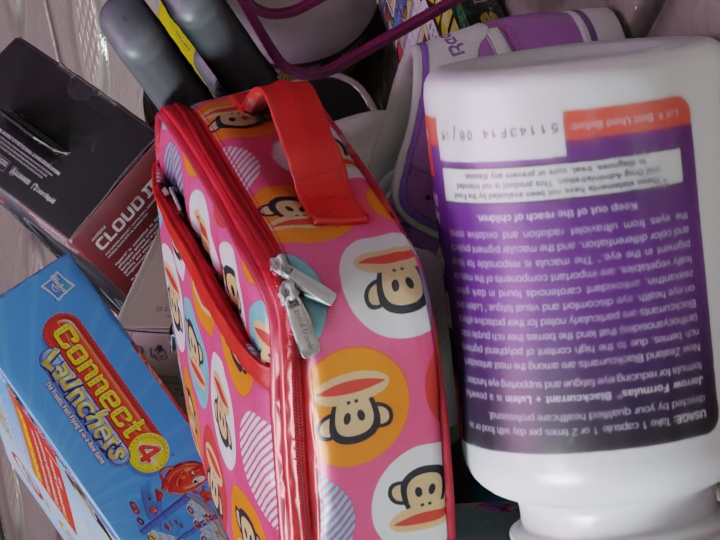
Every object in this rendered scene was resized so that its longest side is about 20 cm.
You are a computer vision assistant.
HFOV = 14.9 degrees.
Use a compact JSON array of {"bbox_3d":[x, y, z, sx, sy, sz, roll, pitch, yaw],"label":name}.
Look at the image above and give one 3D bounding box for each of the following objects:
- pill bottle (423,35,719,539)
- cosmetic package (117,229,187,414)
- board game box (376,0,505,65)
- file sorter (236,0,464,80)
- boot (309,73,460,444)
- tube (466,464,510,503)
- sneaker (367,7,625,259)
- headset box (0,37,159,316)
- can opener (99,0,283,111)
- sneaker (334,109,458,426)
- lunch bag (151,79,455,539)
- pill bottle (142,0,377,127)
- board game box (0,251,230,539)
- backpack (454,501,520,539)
[{"bbox_3d":[0.087,0.021,1.000,0.111,0.111,0.201,-161,64,-73],"label":"pill bottle"},{"bbox_3d":[-0.068,0.086,1.397,0.104,0.073,0.201,-69,-21,-56],"label":"cosmetic package"},{"bbox_3d":[0.044,-0.097,1.268,0.105,0.023,0.201,106,151,-53],"label":"board game box"},{"bbox_3d":[-0.025,-0.200,1.201,0.126,0.138,0.200,60,-178,-44],"label":"file sorter"},{"bbox_3d":[0.007,0.016,1.398,0.144,0.072,0.201,90,163,-67],"label":"boot"},{"bbox_3d":[0.067,0.078,1.238,0.078,0.050,0.201,-77,-8,-46],"label":"tube"},{"bbox_3d":[0.056,0.002,1.102,0.073,0.114,0.202,-177,78,-73],"label":"sneaker"},{"bbox_3d":[-0.126,-0.028,1.472,0.149,0.077,0.200,34,171,44],"label":"headset box"},{"bbox_3d":[-0.065,-0.081,1.150,0.067,0.053,0.200,55,-179,17],"label":"can opener"},{"bbox_3d":[0.000,0.000,1.195,0.200,0.088,0.076,-96,6,-55],"label":"sneaker"},{"bbox_3d":[-0.023,0.015,1.049,0.200,0.081,0.177,-124,27,-60],"label":"lunch bag"},{"bbox_3d":[-0.057,-0.112,1.460,0.200,0.109,0.110,111,147,-62],"label":"pill bottle"},{"bbox_3d":[-0.091,0.115,1.227,0.196,0.056,0.200,53,167,16],"label":"board game box"},{"bbox_3d":[0.060,0.191,1.113,0.176,0.152,0.201,-149,53,-71],"label":"backpack"}]
